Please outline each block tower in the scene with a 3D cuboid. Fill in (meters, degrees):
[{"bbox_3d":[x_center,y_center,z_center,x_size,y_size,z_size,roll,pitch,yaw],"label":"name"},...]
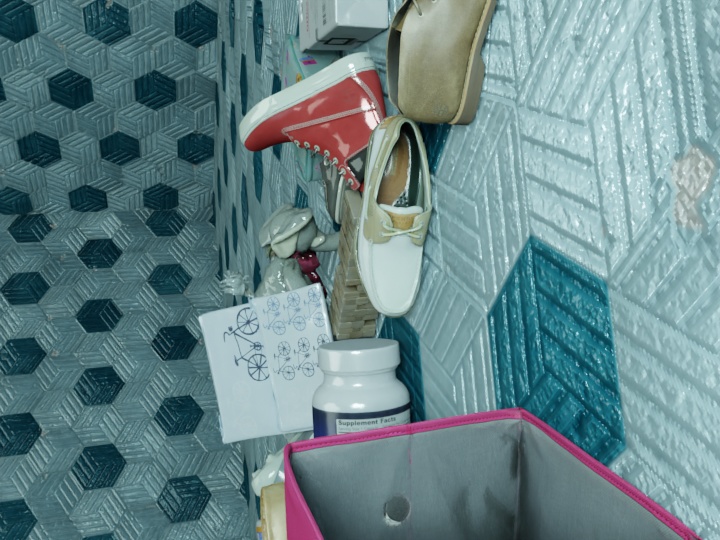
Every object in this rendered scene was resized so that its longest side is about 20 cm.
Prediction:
[{"bbox_3d":[0.000,0.000,0.887,0.055,0.056,0.203,-111,22,-46],"label":"block tower"}]

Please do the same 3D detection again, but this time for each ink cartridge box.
[{"bbox_3d":[-0.027,-0.344,0.887,0.200,0.065,0.119,-155,63,-72],"label":"ink cartridge box"}]

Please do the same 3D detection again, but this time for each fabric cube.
[{"bbox_3d":[0.063,0.227,0.446,0.196,0.195,0.205,-147,55,-69],"label":"fabric cube"}]

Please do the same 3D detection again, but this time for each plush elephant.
[{"bbox_3d":[-0.086,-0.017,1.020,0.158,0.196,0.165,-66,24,10],"label":"plush elephant"}]

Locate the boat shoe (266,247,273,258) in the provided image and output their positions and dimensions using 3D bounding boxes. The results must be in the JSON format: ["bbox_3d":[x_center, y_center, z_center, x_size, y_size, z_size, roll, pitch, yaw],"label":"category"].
[{"bbox_3d":[-0.156,-0.013,1.421,0.074,0.061,0.205,120,144,-64],"label":"boat shoe"}]

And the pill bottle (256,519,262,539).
[{"bbox_3d":[-0.143,0.592,1.413,0.112,0.109,0.205,132,132,-68],"label":"pill bottle"}]

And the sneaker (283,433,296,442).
[{"bbox_3d":[-0.155,0.284,1.384,0.076,0.112,0.206,-157,64,-72],"label":"sneaker"}]

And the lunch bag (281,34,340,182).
[{"bbox_3d":[-0.067,-0.231,1.036,0.163,0.075,0.203,102,158,-43],"label":"lunch bag"}]

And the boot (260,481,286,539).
[{"bbox_3d":[0.018,0.263,0.610,0.066,0.195,0.180,125,139,-65],"label":"boot"}]

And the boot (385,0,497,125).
[{"bbox_3d":[0.065,-0.219,0.575,0.074,0.073,0.205,-121,33,-61],"label":"boot"}]

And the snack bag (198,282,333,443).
[{"bbox_3d":[-0.122,0.128,0.961,0.021,0.195,0.194,-18,-84,-73],"label":"snack bag"}]

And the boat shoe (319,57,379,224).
[{"bbox_3d":[-0.022,-0.161,0.885,0.056,0.067,0.204,23,118,23],"label":"boat shoe"}]

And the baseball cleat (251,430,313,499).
[{"bbox_3d":[-0.054,0.254,0.987,0.107,0.199,0.070,45,166,13],"label":"baseball cleat"}]

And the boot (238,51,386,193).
[{"bbox_3d":[-0.048,-0.139,0.824,0.197,0.072,0.148,-18,92,32],"label":"boot"}]

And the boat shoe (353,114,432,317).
[{"bbox_3d":[0.033,-0.053,0.720,0.068,0.073,0.206,-173,81,-79],"label":"boat shoe"}]

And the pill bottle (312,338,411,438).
[{"bbox_3d":[0.003,0.184,0.805,0.115,0.113,0.206,180,87,-74],"label":"pill bottle"}]
